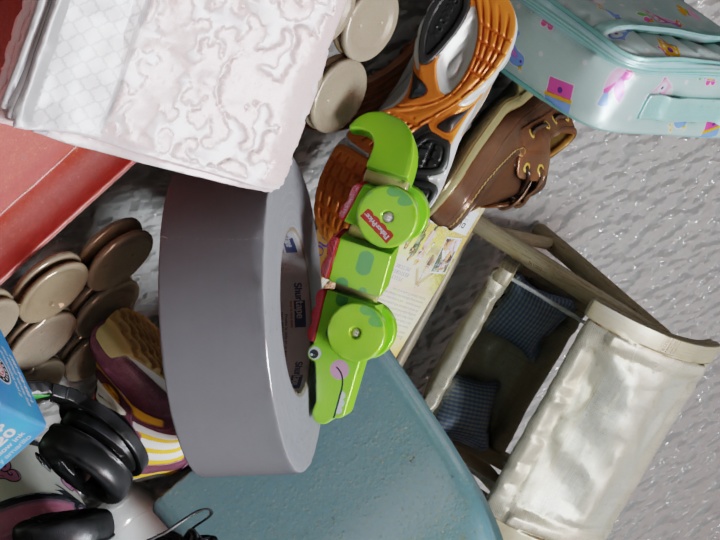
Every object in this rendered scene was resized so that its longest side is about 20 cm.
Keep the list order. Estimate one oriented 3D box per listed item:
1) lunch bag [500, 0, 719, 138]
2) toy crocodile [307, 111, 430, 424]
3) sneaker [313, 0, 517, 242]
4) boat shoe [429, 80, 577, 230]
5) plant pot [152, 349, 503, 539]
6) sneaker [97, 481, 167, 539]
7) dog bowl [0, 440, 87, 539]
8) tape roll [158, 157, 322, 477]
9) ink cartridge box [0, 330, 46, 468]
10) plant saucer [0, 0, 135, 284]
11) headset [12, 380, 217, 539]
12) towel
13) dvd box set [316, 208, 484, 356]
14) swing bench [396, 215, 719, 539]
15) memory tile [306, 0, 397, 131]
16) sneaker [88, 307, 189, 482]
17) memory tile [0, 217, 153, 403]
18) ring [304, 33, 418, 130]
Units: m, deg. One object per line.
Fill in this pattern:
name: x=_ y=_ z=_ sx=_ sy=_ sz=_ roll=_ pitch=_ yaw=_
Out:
lunch bag: x=0.185 y=-0.156 z=1.408 sx=0.199 sy=0.160 sz=0.077 roll=-5 pitch=125 yaw=-47
toy crocodile: x=0.000 y=0.000 z=1.266 sx=0.068 sy=0.061 sz=0.201 roll=-30 pitch=135 yaw=-79
sneaker: x=0.043 y=-0.097 z=1.330 sx=0.200 sy=0.076 sz=0.092 roll=-55 pitch=175 yaw=7
boat shoe: x=0.103 y=-0.079 z=1.391 sx=0.072 sy=0.068 sz=0.200 roll=-46 pitch=-178 yaw=36
plant pot: x=0.005 y=0.193 z=1.405 sx=0.196 sy=0.200 sz=0.196 roll=-38 pitch=164 yaw=-2
sneaker: x=-0.146 y=0.231 z=1.435 sx=0.076 sy=0.080 sz=0.201 roll=-34 pitch=141 yaw=-23
dog bowl: x=-0.249 y=0.212 z=1.299 sx=0.200 sy=0.074 sz=0.201 roll=-30 pitch=140 yaw=-30
tape roll: x=-0.071 y=0.027 z=1.244 sx=0.200 sy=0.066 sz=0.202 roll=-3 pitch=90 yaw=-82
ink cartridge box: x=-0.289 y=0.040 z=0.998 sx=0.144 sy=0.148 sz=0.200 roll=-38 pitch=149 yaw=9
plant saucer: x=-0.189 y=-0.109 z=1.112 sx=0.200 sy=0.037 sz=0.200 roll=-44 pitch=145 yaw=-14
headset: x=-0.179 y=0.143 z=1.237 sx=0.199 sy=0.094 sz=0.124 roll=23 pitch=72 yaw=-29
towel: x=-0.088 y=-0.151 z=1.089 sx=0.190 sy=0.032 sz=0.201 roll=10 pitch=107 yaw=-38
dvd box set: x=0.013 y=-0.006 z=1.452 sx=0.146 sy=0.029 sz=0.201 roll=17 pitch=106 yaw=-56
swing bench: x=0.133 y=0.090 z=1.533 sx=0.129 sy=0.200 sz=0.200 roll=8 pitch=114 yaw=-52
memory tile: x=-0.038 y=-0.164 z=1.196 sx=0.200 sy=0.017 sz=0.154 roll=8 pitch=109 yaw=-56
sneaker: x=-0.146 y=0.094 z=1.297 sx=0.090 sy=0.075 sz=0.200 roll=-34 pitch=153 yaw=0
memory tile: x=-0.216 y=0.050 z=1.208 sx=0.199 sy=0.017 sz=0.154 roll=-29 pitch=156 yaw=-32
ring: x=0.007 y=-0.182 z=1.297 sx=0.200 sy=0.019 sz=0.201 roll=-32 pitch=142 yaw=-29
